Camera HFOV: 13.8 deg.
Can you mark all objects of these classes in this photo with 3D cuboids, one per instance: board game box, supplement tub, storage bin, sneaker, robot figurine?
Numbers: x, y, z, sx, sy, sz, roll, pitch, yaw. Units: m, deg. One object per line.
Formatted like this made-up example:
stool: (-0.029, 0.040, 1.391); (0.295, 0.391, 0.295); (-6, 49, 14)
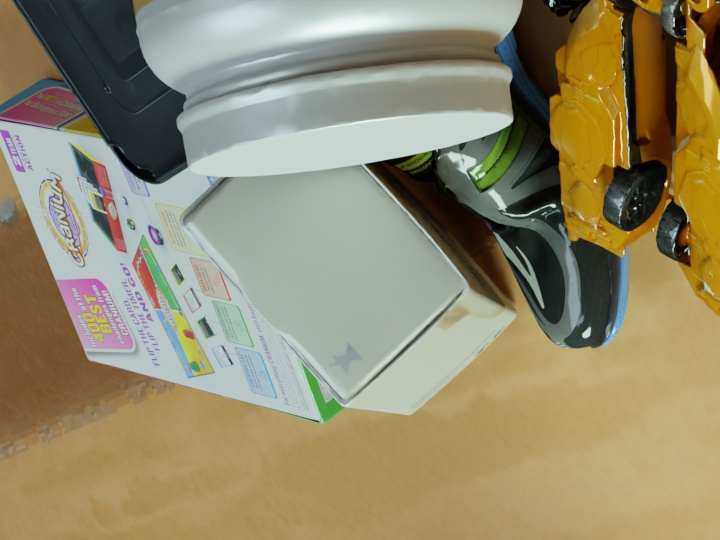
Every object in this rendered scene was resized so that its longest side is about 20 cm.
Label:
board game box: (-0.092, -0.013, 1.486); (0.200, 0.040, 0.154); (12, 130, 49)
supplement tub: (-0.018, -0.143, 1.094); (0.144, 0.144, 0.201); (-17, 81, 58)
storage bin: (-0.092, -0.154, 1.297); (0.200, 0.094, 0.135); (56, 150, -5)
sneaker: (0.042, -0.051, 1.222); (0.071, 0.083, 0.200); (-16, 108, 58)
robot figurine: (0.121, -0.075, 1.114); (0.145, 0.058, 0.201); (32, 143, 32)

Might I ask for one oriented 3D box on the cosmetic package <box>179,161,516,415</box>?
cosmetic package: (0.000, 0.000, 1.245); (0.105, 0.071, 0.200); (48, -177, 7)
